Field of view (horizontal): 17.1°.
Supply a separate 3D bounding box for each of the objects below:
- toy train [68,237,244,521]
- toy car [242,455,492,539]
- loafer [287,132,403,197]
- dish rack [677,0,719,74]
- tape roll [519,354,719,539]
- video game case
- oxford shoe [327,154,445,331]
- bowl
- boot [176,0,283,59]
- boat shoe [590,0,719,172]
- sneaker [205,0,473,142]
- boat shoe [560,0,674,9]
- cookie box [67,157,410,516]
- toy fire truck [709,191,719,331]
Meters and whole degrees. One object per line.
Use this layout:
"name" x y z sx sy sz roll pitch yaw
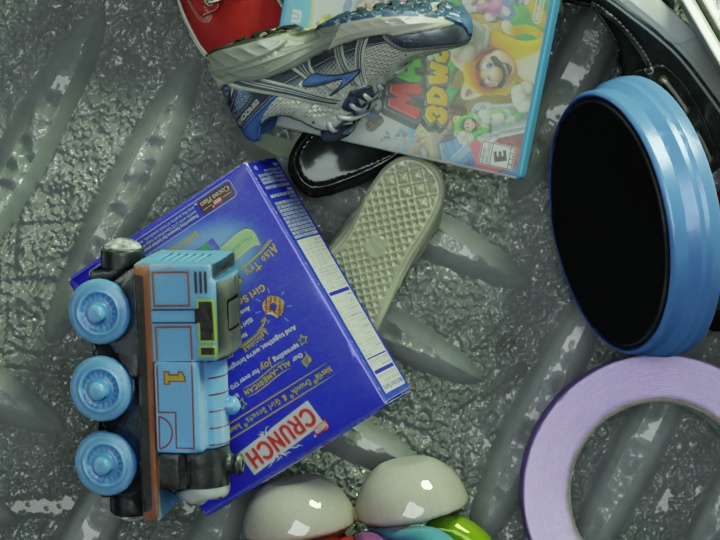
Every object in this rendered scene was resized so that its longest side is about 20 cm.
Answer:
"toy train" -0.139 0.077 1.668 0.113 0.087 0.202 0 98 13
"toy car" 0.005 0.233 1.696 0.198 0.150 0.176 -9 95 0
"loafer" 0.030 -0.126 1.760 0.200 0.070 0.068 -36 87 -1
"dish rack" 0.319 -0.195 1.685 0.199 0.044 0.172 -19 65 -15
"tape roll" 0.216 0.162 1.746 0.198 0.066 0.202 0 88 0
"video game case" 0.036 -0.156 1.713 0.199 0.018 0.144 13 99 16
"oxford shoe" 0.000 0.000 1.765 0.075 0.058 0.201 36 103 5
"bowl" 0.189 -0.036 1.689 0.039 0.200 0.202 -10 87 -20
"boot" -0.108 -0.219 1.732 0.072 0.144 0.201 -30 88 -2
"boat shoe" 0.219 -0.138 1.722 0.071 0.072 0.200 -46 120 2
"sneaker" -0.007 -0.139 1.689 0.199 0.077 0.086 -11 101 25
"boat shoe" 0.146 -0.217 1.733 0.198 0.074 0.067 9 69 -30
"cookie box" -0.087 0.048 1.729 0.171 0.075 0.201 -31 86 19
"toy fire truck" 0.330 -0.035 1.709 0.200 0.176 0.129 -46 115 -7
